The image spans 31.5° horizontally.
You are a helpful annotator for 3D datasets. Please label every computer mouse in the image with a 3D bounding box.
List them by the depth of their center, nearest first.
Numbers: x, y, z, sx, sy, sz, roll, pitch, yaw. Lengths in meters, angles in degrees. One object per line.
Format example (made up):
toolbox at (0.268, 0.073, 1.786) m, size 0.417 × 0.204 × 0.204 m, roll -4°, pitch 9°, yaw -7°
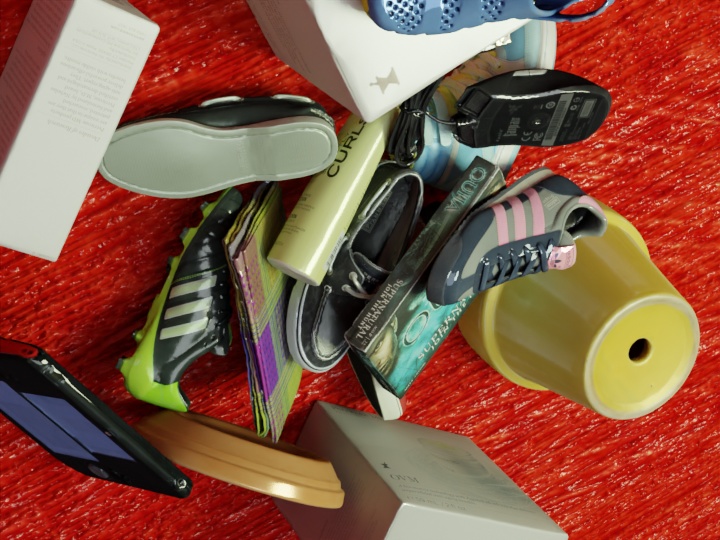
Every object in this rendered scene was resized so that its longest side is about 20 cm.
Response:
computer mouse at (0.119, -0.159, 1.070) m, size 0.200 × 0.046 × 0.141 m, roll -8°, pitch 143°, yaw -12°

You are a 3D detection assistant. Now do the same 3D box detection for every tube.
tube at (-0.014, -0.085, 1.094) m, size 0.200 × 0.058 × 0.052 m, roll -62°, pitch 156°, yaw -9°

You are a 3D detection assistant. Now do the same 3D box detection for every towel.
towel at (-0.081, 0.032, 1.121) m, size 0.023 × 0.144 × 0.200 m, roll -2°, pitch 118°, yaw 12°

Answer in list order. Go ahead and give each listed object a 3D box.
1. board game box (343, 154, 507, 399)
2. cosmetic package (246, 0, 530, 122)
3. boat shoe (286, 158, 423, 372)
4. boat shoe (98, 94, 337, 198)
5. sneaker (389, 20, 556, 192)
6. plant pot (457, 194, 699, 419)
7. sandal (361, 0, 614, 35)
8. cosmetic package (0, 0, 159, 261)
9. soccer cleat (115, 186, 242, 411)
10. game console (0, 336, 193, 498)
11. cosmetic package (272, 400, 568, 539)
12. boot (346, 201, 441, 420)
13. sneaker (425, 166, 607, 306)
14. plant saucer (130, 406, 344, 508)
board game box at (0.069, 0.010, 1.137) m, size 0.200 × 0.028 × 0.135 m, roll -54°, pitch 154°, yaw -10°
cosmetic package at (0.002, -0.246, 0.983) m, size 0.165 × 0.200 × 0.165 m, roll -33°, pitch 124°, yaw -9°
boat shoe at (0.000, 0.000, 1.116) m, size 0.072 × 0.068 × 0.200 m, roll 27°, pitch 89°, yaw -29°
boat shoe at (-0.121, -0.108, 1.072) m, size 0.200 × 0.060 × 0.076 m, roll -1°, pitch 125°, yaw -10°
sneaker at (0.091, -0.160, 1.141) m, size 0.130 × 0.080 × 0.200 m, roll 8°, pitch 108°, yaw -30°
plant pot at (0.219, 0.043, 1.234) m, size 0.200 × 0.189 × 0.201 m, roll -11°, pitch 116°, yaw -22°
sandal at (0.098, -0.202, 0.879) m, size 0.200 × 0.087 × 0.080 m, roll -14°, pitch 122°, yaw -18°
cosmetic package at (-0.237, -0.121, 0.984) m, size 0.071 × 0.101 × 0.200 m, roll 20°, pitch 104°, yaw -33°
soccer cleat at (-0.138, 0.025, 1.105) m, size 0.081 × 0.068 × 0.200 m, roll 26°, pitch 92°, yaw -5°
game console at (-0.249, 0.119, 1.052) m, size 0.200 × 0.177 × 0.031 m, roll 49°, pitch 63°, yaw -34°
cosmetic package at (0.053, 0.238, 1.236) m, size 0.199 × 0.200 × 0.123 m, roll 17°, pitch 102°, yaw -32°
boot at (0.055, 0.039, 1.225) m, size 0.144 × 0.072 × 0.200 m, roll -20°, pitch 117°, yaw -18°
sneaker at (0.138, -0.022, 1.098) m, size 0.200 × 0.082 × 0.070 m, roll -38°, pitch 150°, yaw -35°
plant saucer at (-0.106, 0.161, 1.130) m, size 0.200 × 0.200 × 0.038 m, roll 20°, pitch 85°, yaw -32°
